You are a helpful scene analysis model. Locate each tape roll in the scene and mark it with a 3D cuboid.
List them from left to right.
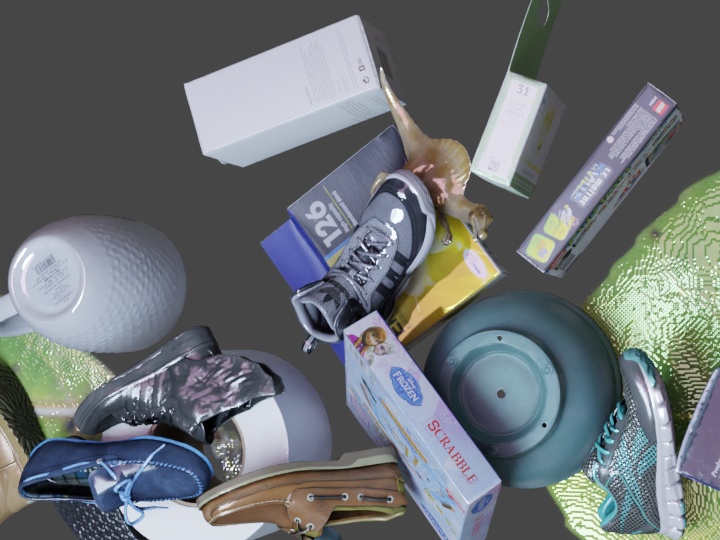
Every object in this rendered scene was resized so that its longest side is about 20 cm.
[{"bbox_3d":[-0.143,0.182,1.448,0.202,0.139,0.203,-1,87,18],"label":"tape roll"}]

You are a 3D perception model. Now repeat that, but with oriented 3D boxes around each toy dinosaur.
[{"bbox_3d":[0.062,-0.096,1.383,0.101,0.058,0.200,-44,70,29],"label":"toy dinosaur"}]

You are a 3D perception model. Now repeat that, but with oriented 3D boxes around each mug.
[{"bbox_3d":[-0.308,0.023,1.487,0.200,0.175,0.148,-23,81,15],"label":"mug"}]

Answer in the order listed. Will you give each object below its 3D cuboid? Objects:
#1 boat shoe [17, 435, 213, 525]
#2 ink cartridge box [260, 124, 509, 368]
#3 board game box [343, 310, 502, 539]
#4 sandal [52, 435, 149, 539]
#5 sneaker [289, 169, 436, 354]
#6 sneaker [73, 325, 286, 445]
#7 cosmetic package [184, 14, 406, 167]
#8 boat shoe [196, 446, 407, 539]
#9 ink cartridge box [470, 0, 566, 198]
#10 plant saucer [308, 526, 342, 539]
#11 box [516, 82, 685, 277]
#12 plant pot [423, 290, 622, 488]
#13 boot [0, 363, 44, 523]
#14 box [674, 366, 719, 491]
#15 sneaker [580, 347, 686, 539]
[{"bbox_3d":[-0.237,0.209,1.360,0.200,0.069,0.084,-7,122,26],"label":"boat shoe"},{"bbox_3d":[0.016,-0.015,1.457,0.200,0.047,0.198,-38,76,10],"label":"ink cartridge box"},{"bbox_3d":[0.055,0.161,1.346,0.041,0.200,0.200,-31,69,-14],"label":"board game box"},{"bbox_3d":[-0.277,0.271,1.539,0.075,0.048,0.201,-29,92,13],"label":"sandal"},{"bbox_3d":[0.000,0.000,1.347,0.075,0.114,0.200,37,129,19],"label":"sneaker"},{"bbox_3d":[-0.177,0.130,1.357,0.200,0.060,0.104,-35,73,9],"label":"sneaker"},{"bbox_3d":[-0.066,-0.182,1.460,0.200,0.108,0.085,-18,82,14],"label":"cosmetic package"},{"bbox_3d":[-0.050,0.217,1.314,0.200,0.072,0.068,-11,71,-16],"label":"boat shoe"},{"bbox_3d":[0.170,-0.175,1.365,0.048,0.146,0.200,22,94,15],"label":"ink cartridge box"},{"bbox_3d":[-0.019,0.339,1.375,0.027,0.200,0.200,-12,84,2],"label":"plant saucer"},{"bbox_3d":[0.235,-0.083,1.359,0.035,0.110,0.200,40,98,15],"label":"box"},{"bbox_3d":[0.146,0.117,1.365,0.200,0.134,0.201,-1,87,16],"label":"plant pot"},{"bbox_3d":[-0.451,0.222,1.581,0.200,0.066,0.175,-30,76,16],"label":"boot"},{"bbox_3d":[0.400,0.168,1.277,0.200,0.148,0.104,22,94,18],"label":"box"},{"bbox_3d":[0.251,0.170,1.324,0.091,0.078,0.200,-8,109,8],"label":"sneaker"}]
